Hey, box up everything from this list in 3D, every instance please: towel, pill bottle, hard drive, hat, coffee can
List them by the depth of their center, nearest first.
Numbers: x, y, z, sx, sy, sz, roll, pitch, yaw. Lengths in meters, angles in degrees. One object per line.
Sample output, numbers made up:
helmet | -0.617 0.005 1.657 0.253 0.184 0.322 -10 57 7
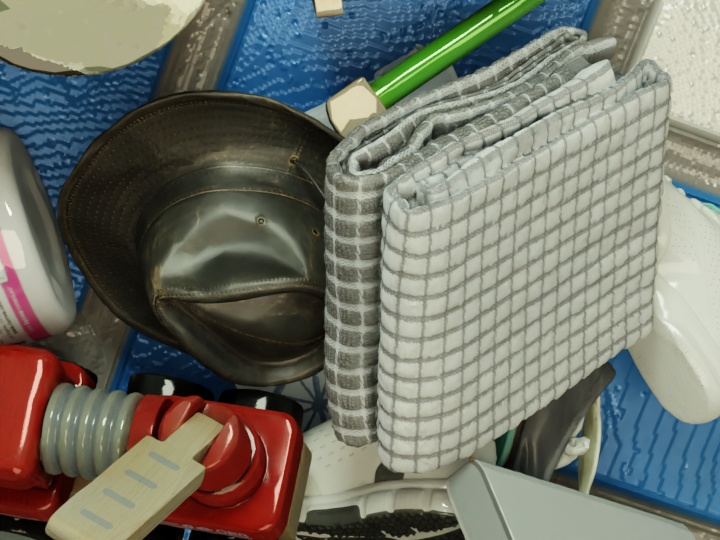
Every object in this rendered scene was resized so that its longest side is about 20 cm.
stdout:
coffee can | -0.136 -0.186 1.151 0.146 0.200 0.147 -1 107 -3
towel | 0.064 -0.015 1.177 0.200 0.085 0.166 -31 134 -38
hat | -0.059 0.007 1.205 0.199 0.081 0.201 2 136 2
hard drive | 0.131 0.173 1.211 0.026 0.132 0.200 -38 145 24
pill bottle | -0.259 0.007 1.246 0.199 0.113 0.114 -18 107 2

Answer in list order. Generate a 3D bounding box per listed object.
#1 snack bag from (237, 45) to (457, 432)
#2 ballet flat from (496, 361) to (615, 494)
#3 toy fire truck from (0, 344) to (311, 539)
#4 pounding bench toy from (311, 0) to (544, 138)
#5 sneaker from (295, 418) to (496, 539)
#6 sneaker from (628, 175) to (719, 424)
snack bag | 0.000 0.000 1.302 0.188 0.021 0.201 -26 107 4
ballet flat | 0.085 0.127 1.273 0.073 0.073 0.201 23 84 -10
toy fire truck | -0.127 0.094 1.158 0.175 0.200 0.129 9 73 10
pounding bench toy | 0.049 -0.168 1.198 0.155 0.124 0.201 -7 101 -1
sneaker | -0.009 0.110 1.272 0.199 0.080 0.074 -6 150 32
sneaker | 0.164 -0.022 1.296 0.088 0.075 0.201 -30 95 -27
